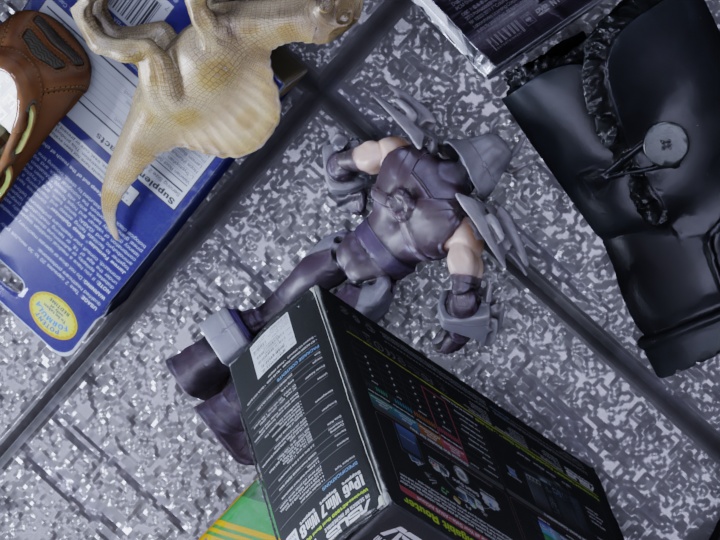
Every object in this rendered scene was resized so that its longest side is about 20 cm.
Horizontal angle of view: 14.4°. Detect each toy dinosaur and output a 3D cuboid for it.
[{"bbox_3d":[-0.084,-0.087,1.266,0.200,0.058,0.101,-38,94,32],"label":"toy dinosaur"}]

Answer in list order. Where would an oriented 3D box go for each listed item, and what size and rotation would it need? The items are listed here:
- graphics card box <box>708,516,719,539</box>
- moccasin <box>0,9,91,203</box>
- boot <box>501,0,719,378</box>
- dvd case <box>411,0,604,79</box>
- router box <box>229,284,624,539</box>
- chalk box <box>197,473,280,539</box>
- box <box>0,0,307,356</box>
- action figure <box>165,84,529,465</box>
[{"bbox_3d":[0.254,0.168,1.332,0.200,0.051,0.125,27,97,5],"label":"graphics card box"},{"bbox_3d":[-0.202,-0.037,1.328,0.201,0.078,0.074,-38,94,33],"label":"moccasin"},{"bbox_3d":[0.183,-0.064,1.310,0.200,0.076,0.168,-26,94,14],"label":"boot"},{"bbox_3d":[0.041,-0.192,1.290,0.149,0.016,0.200,-36,77,-32],"label":"dvd case"},{"bbox_3d":[0.042,0.114,1.259,0.200,0.150,0.062,34,111,-33],"label":"router box"},{"bbox_3d":[-0.007,0.197,1.328,0.200,0.124,0.125,43,98,3],"label":"chalk box"},{"bbox_3d":[-0.127,-0.064,1.347,0.121,0.032,0.200,42,121,2],"label":"box"},{"bbox_3d":[0.000,0.000,1.329,0.200,0.069,0.130,-41,53,9],"label":"action figure"}]
